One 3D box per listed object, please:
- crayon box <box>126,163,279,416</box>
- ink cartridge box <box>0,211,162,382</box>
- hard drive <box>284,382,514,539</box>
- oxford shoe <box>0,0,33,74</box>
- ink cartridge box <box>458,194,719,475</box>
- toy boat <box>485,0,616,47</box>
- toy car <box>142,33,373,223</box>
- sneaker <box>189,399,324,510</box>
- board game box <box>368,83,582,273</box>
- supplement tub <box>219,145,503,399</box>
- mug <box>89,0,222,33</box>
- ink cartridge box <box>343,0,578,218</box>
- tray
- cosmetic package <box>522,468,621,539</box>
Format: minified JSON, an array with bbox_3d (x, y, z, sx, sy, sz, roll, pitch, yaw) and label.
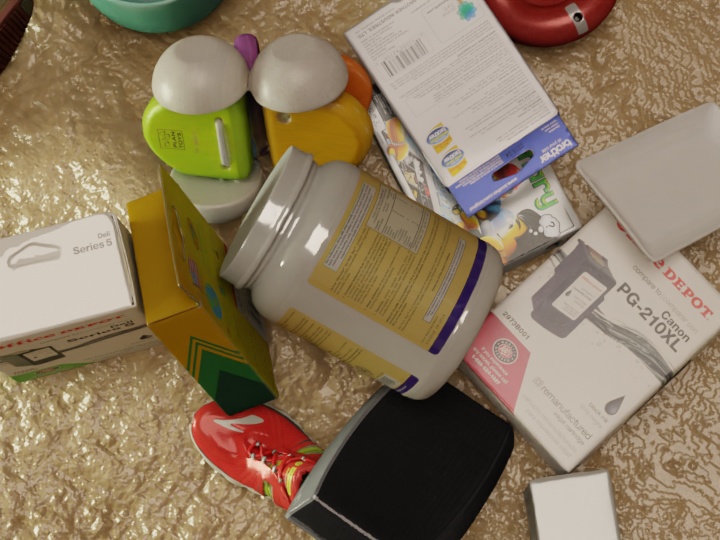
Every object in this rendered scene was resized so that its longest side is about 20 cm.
[{"bbox_3d":[-0.136,0.018,1.621,0.051,0.200,0.127,-20,54,10],"label":"crayon box"},{"bbox_3d":[-0.248,0.026,1.643,0.145,0.200,0.084,-15,79,0],"label":"ink cartridge box"},{"bbox_3d":[0.040,0.166,1.630,0.135,0.042,0.200,34,47,8],"label":"hard drive"},{"bbox_3d":[-0.374,-0.183,1.755,0.075,0.070,0.200,39,83,14],"label":"oxford shoe"},{"bbox_3d":[0.198,0.055,1.672,0.200,0.084,0.145,-42,81,-6],"label":"ink cartridge box"},{"bbox_3d":[0.148,-0.292,1.706,0.130,0.131,0.200,-28,94,-2],"label":"toy boat"},{"bbox_3d":[-0.085,-0.142,1.700,0.199,0.175,0.150,-1,44,7],"label":"toy car"},{"bbox_3d":[-0.057,0.168,1.665,0.200,0.085,0.077,32,82,8],"label":"sneaker"},{"bbox_3d":[0.094,-0.094,1.730,0.126,0.035,0.200,-27,79,-2],"label":"board game box"},{"bbox_3d":[0.000,0.000,1.613,0.200,0.145,0.146,30,82,-8],"label":"supplement tub"},{"bbox_3d":[-0.196,-0.295,1.742,0.185,0.114,0.152,29,83,8],"label":"mug"},{"bbox_3d":[0.088,-0.155,1.700,0.119,0.042,0.200,-33,77,3],"label":"ink cartridge box"},{"bbox_3d":[0.271,-0.074,1.674,0.200,0.022,0.107,-25,70,-40],"label":"tray"},{"bbox_3d":[0.184,0.270,1.627,0.074,0.102,0.201,-10,78,0],"label":"cosmetic package"}]
